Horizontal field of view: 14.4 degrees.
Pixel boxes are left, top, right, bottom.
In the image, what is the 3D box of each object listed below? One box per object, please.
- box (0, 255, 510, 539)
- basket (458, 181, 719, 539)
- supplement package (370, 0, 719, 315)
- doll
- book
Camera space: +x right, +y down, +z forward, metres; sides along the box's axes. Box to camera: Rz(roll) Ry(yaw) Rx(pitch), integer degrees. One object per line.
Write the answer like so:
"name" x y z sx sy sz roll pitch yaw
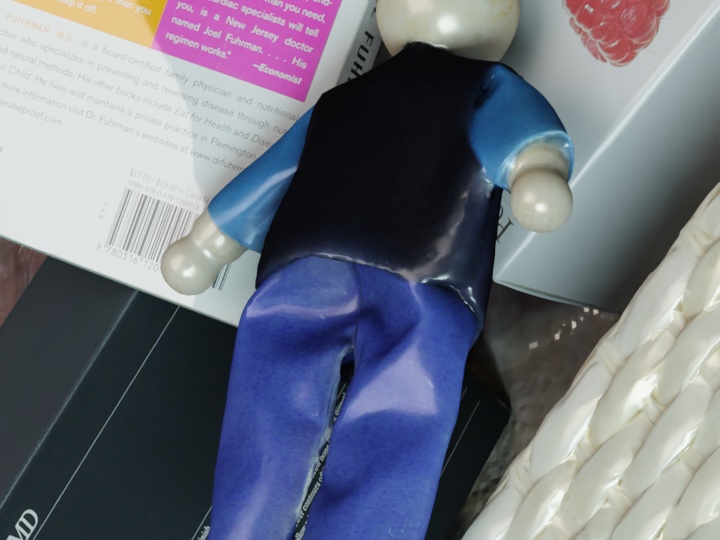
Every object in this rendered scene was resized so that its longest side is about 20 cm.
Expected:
"box" -0.058 0.077 0.872 0.079 0.141 0.200 -12 37 45
"basket" 0.136 0.110 0.690 0.200 0.160 0.198 -54 44 20
"supplement package" 0.111 -0.094 0.809 0.200 0.119 0.121 -52 46 25
"doll" 0.000 0.000 0.747 0.136 0.048 0.201 -4 62 42
"book" -0.053 -0.097 0.827 0.133 0.048 0.201 20 87 17
